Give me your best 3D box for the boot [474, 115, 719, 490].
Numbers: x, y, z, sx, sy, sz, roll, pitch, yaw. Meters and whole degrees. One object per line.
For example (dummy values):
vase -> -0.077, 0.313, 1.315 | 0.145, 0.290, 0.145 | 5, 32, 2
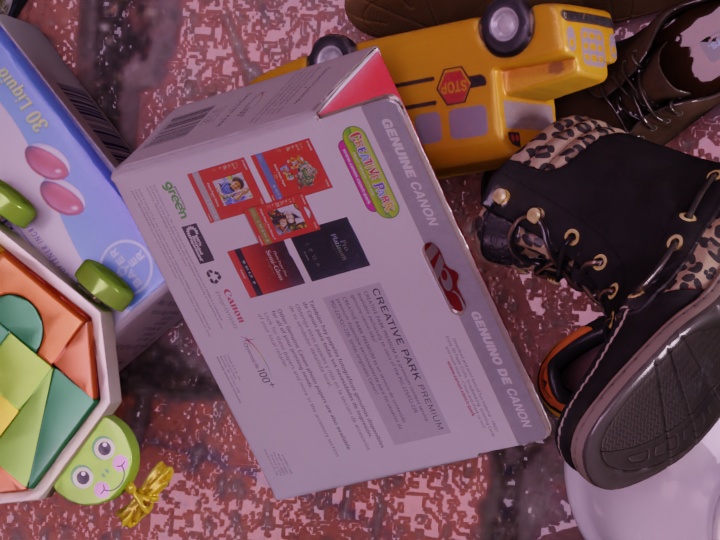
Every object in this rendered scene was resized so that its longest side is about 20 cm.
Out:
boot -> 0.118, 0.007, 1.247 | 0.150, 0.073, 0.200 | 22, 60, 36

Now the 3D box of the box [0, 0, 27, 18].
box -> -0.288, -0.200, 1.404 | 0.199, 0.164, 0.086 | 34, 95, 9

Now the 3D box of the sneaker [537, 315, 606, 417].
sneaker -> 0.187, 0.040, 1.340 | 0.199, 0.090, 0.071 | -16, 85, 11

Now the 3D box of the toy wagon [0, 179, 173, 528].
toy wagon -> -0.182, 0.056, 1.336 | 0.200, 0.040, 0.156 | 39, 96, 9

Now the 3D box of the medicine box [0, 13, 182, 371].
medicine box -> -0.208, -0.006, 1.415 | 0.200, 0.103, 0.183 | -40, 82, 7

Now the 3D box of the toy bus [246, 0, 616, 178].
toy bus -> 0.035, -0.088, 1.353 | 0.199, 0.065, 0.079 | -9, 84, 33

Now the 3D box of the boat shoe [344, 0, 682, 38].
boat shoe -> 0.089, -0.172, 1.376 | 0.198, 0.074, 0.070 | -4, 64, 6

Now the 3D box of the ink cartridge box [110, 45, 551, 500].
ink cartridge box -> 0.000, 0.000, 1.319 | 0.175, 0.084, 0.201 | -13, 112, 32

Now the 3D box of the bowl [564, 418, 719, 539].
bowl -> 0.207, 0.103, 1.288 | 0.199, 0.090, 0.203 | -4, 114, -9

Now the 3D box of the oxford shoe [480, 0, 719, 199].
oxford shoe -> 0.141, -0.092, 1.357 | 0.200, 0.084, 0.073 | -39, 84, 10
